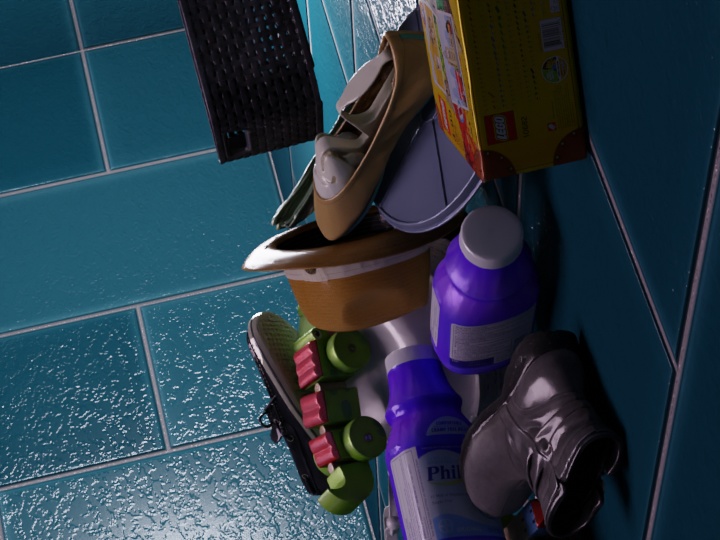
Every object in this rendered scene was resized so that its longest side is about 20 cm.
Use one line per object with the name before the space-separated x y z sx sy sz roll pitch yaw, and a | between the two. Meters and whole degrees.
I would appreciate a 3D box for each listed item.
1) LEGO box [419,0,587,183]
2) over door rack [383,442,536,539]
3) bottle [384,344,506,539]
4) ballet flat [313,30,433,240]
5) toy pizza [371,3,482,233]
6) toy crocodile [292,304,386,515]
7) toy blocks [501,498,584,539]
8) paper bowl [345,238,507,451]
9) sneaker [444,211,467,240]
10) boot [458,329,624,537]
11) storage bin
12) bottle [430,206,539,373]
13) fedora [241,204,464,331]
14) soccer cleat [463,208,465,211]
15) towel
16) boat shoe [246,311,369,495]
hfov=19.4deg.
LEGO box | 0.090 -0.182 1.456 0.149 0.077 0.200 -119 17 -69
over door rack | 0.095 0.208 1.871 0.200 0.147 0.067 90 179 -63
bottle | 0.064 0.160 1.743 0.065 0.083 0.200 -42 52 48
ballet flat | -0.002 -0.111 1.663 0.200 0.063 0.069 -59 38 27
toy pizza | 0.066 -0.126 1.652 0.200 0.032 0.201 -27 57 51
toy crocodile | -0.026 0.115 1.837 0.067 0.062 0.200 -32 64 52
toy blocks | 0.163 0.273 1.720 0.137 0.100 0.200 118 142 -63
paper bowl | 0.044 0.077 1.887 0.200 0.104 0.201 21 119 43
sneaker | 0.069 -0.022 1.999 0.200 0.083 0.071 56 -133 -68
boot | 0.134 0.155 1.605 0.200 0.070 0.132 104 158 -43
storage bin | -0.099 -0.204 1.740 0.135 0.094 0.200 91 165 -77
bottle | 0.099 0.015 1.673 0.200 0.083 0.065 88 166 -64
fedora | 0.000 0.000 1.776 0.201 0.200 0.082 -130 24 -77
soccer cleat | 0.065 -0.124 1.925 0.200 0.069 0.078 -106 27 -47
towel | -0.015 -0.114 1.863 0.153 0.023 0.200 -57 -3 16
boat shoe | -0.059 0.127 1.909 0.200 0.062 0.075 62 -153 -24
